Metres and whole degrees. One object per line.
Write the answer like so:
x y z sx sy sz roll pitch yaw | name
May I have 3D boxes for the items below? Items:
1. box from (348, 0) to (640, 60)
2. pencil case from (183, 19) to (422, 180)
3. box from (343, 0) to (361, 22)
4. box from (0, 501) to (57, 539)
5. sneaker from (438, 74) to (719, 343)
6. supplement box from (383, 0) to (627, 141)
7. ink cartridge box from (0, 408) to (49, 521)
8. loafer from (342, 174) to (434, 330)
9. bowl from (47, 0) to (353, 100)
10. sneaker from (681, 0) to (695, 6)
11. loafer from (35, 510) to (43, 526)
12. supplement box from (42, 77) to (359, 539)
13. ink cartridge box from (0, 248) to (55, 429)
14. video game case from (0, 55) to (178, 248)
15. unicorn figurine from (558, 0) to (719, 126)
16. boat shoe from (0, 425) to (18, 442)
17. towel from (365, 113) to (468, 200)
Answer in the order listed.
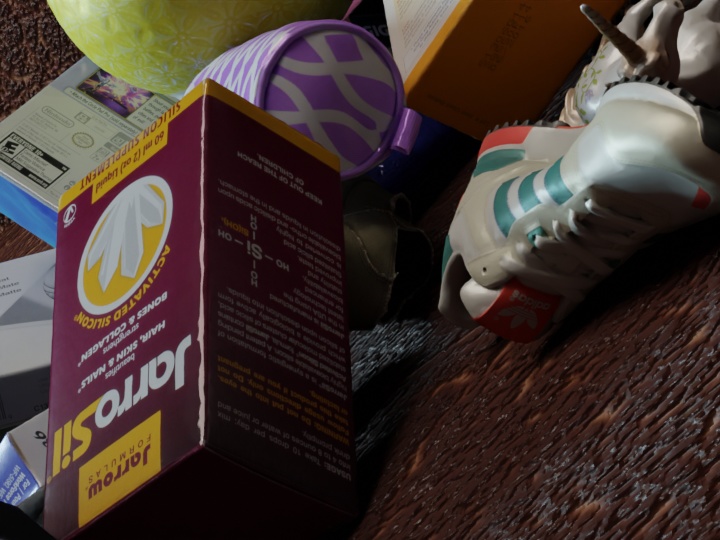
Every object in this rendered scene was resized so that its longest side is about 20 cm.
0.109 -0.194 1.326 0.159 0.046 0.200 1 39 37 | box
-0.035 -0.083 1.154 0.200 0.085 0.084 -172 97 -73 | pencil case
-0.102 -0.100 1.560 0.200 0.097 0.176 -51 -13 -33 | box
-0.206 0.176 0.851 0.200 0.123 0.199 179 111 -74 | box
0.089 -0.014 0.877 0.094 0.070 0.200 -65 19 -13 | sneaker
0.072 -0.173 1.163 0.126 0.073 0.200 -54 26 31 | supplement box
-0.157 0.108 1.135 0.100 0.039 0.200 -55 -9 26 | ink cartridge box
0.000 0.000 1.126 0.200 0.069 0.075 -44 -24 -74 | loafer
-0.079 -0.150 1.302 0.199 0.108 0.200 -17 6 2 | bowl
0.202 -0.195 1.133 0.089 0.079 0.200 -17 22 26 | sneaker
-0.107 0.105 1.067 0.200 0.070 0.070 -45 20 -6 | loafer
-0.070 0.033 0.963 0.110 0.086 0.200 -35 41 33 | supplement box
-0.210 0.027 1.398 0.199 0.041 0.200 -15 30 -12 | ink cartridge box
-0.111 -0.066 1.381 0.181 0.200 0.046 -43 -28 -30 | video game case
0.141 -0.097 0.983 0.137 0.074 0.200 -47 -5 -20 | unicorn figurine
-0.204 0.090 1.428 0.200 0.075 0.068 -32 -21 -30 | boat shoe
-0.015 -0.064 1.309 0.147 0.050 0.200 11 46 41 | towel
